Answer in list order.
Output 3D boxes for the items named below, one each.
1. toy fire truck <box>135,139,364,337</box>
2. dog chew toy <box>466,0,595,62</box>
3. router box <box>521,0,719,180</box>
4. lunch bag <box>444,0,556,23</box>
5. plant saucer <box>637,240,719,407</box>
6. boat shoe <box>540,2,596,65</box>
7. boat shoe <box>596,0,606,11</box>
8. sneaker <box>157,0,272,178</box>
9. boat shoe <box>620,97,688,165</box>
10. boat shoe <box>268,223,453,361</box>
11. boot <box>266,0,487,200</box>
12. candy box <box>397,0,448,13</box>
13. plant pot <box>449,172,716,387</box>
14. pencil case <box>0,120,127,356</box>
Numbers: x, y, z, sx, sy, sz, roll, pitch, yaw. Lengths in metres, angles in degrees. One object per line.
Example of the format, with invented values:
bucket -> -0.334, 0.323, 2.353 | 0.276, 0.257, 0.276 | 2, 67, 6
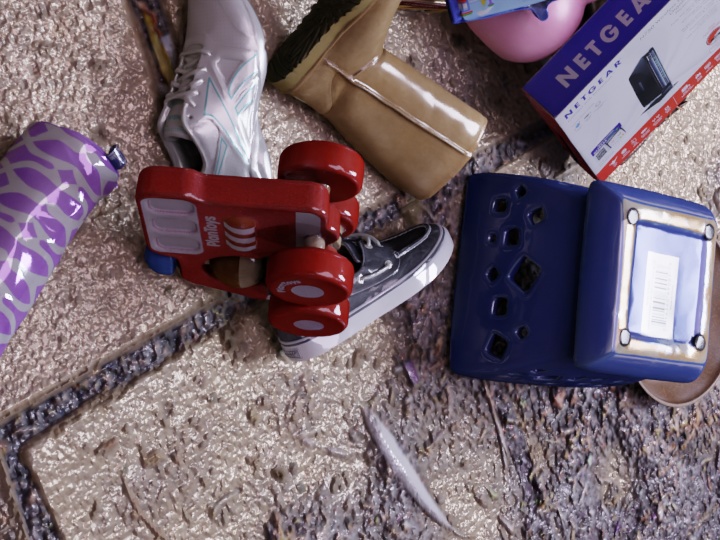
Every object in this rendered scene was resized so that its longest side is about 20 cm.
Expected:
toy fire truck -> -0.086, -0.026, 1.208 | 0.167, 0.200, 0.112 | 6, 70, -1
dog chew toy -> 0.184, -0.287, 1.433 | 0.200, 0.125, 0.124 | -43, 127, 16
router box -> 0.263, -0.197, 1.492 | 0.200, 0.049, 0.179 | -46, 152, 5
lunch bag -> 0.130, -0.312, 1.342 | 0.150, 0.094, 0.200 | -16, 113, 2
plant saucer -> 0.332, 0.045, 1.668 | 0.200, 0.037, 0.201 | 0, 91, -42
boat shoe -> 0.193, -0.291, 1.521 | 0.072, 0.066, 0.200 | -23, 106, -38
boat shoe -> 0.285, -0.275, 1.598 | 0.062, 0.075, 0.200 | 25, 69, -33
sneaker -> -0.121, -0.140, 1.248 | 0.080, 0.070, 0.201 | -10, 98, -38
boat shoe -> 0.306, -0.191, 1.617 | 0.072, 0.072, 0.200 | 50, 61, -30
boat shoe -> 0.000, 0.000, 1.360 | 0.200, 0.072, 0.068 | -34, 114, -28
boot -> 0.039, -0.175, 1.356 | 0.200, 0.066, 0.175 | 33, 113, -35
candy box -> 0.037, -0.336, 1.390 | 0.115, 0.055, 0.201 | -3, 93, -40
plant pot -> 0.221, 0.014, 1.476 | 0.200, 0.180, 0.201 | 10, 84, -42
pencil case -> -0.254, -0.016, 1.130 | 0.200, 0.084, 0.086 | -58, 147, -23
